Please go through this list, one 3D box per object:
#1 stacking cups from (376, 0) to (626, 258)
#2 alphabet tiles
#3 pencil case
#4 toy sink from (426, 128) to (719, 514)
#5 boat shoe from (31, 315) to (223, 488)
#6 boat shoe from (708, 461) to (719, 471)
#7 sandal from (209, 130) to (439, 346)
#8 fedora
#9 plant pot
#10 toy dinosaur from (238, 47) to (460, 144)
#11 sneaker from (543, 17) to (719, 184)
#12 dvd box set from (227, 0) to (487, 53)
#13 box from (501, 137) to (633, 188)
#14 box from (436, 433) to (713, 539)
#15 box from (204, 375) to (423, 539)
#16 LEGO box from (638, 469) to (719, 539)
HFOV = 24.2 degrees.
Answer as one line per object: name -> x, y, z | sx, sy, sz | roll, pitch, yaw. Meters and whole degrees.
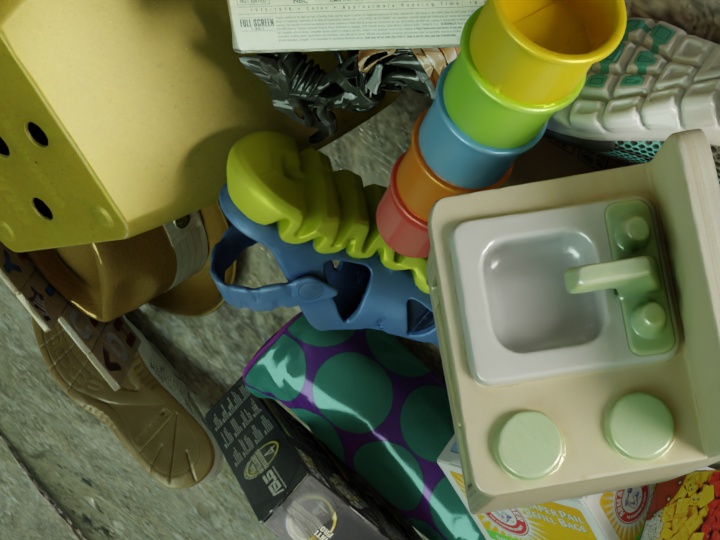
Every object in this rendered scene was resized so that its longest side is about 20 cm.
stacking cups -> 0.055, -0.062, 0.758 | 0.060, 0.061, 0.200 | 40, 148, 7
alphabet tiles -> -0.224, -0.009, 1.185 | 0.200, 0.008, 0.167 | 53, -169, -13
pencil case -> 0.023, 0.105, 1.073 | 0.200, 0.085, 0.092 | 42, 134, 4
toy sink -> 0.090, 0.032, 0.744 | 0.200, 0.112, 0.131 | 98, 163, -79
boat shoe -> -0.178, 0.088, 1.292 | 0.200, 0.071, 0.069 | 51, -175, 15
boat shoe -> 0.233, 0.061, 0.777 | 0.200, 0.070, 0.072 | 0, 141, 34
sandal -> 0.000, 0.000, 0.891 | 0.200, 0.080, 0.087 | 26, 123, -23
fedora -> -0.176, -0.032, 1.141 | 0.200, 0.082, 0.201 | 29, 145, 23
plant pot -> -0.137, -0.117, 0.919 | 0.200, 0.176, 0.200 | -5, 123, 49
toy dinosaur -> 0.024, -0.114, 0.824 | 0.135, 0.102, 0.201 | -5, 97, 32
sneaker -> 0.157, -0.058, 0.760 | 0.200, 0.078, 0.091 | 13, 142, 43
dvd box set -> 0.001, -0.194, 0.732 | 0.146, 0.029, 0.200 | -1, 119, 15
box -> 0.150, 0.003, 0.877 | 0.200, 0.021, 0.164 | 34, 146, 16
box -> 0.148, 0.145, 0.938 | 0.112, 0.101, 0.200 | 11, 141, 47
box -> -0.015, 0.159, 1.102 | 0.161, 0.049, 0.200 | 44, 179, -21
LEGO box -> 0.253, 0.170, 0.819 | 0.200, 0.077, 0.149 | 30, 159, -25
